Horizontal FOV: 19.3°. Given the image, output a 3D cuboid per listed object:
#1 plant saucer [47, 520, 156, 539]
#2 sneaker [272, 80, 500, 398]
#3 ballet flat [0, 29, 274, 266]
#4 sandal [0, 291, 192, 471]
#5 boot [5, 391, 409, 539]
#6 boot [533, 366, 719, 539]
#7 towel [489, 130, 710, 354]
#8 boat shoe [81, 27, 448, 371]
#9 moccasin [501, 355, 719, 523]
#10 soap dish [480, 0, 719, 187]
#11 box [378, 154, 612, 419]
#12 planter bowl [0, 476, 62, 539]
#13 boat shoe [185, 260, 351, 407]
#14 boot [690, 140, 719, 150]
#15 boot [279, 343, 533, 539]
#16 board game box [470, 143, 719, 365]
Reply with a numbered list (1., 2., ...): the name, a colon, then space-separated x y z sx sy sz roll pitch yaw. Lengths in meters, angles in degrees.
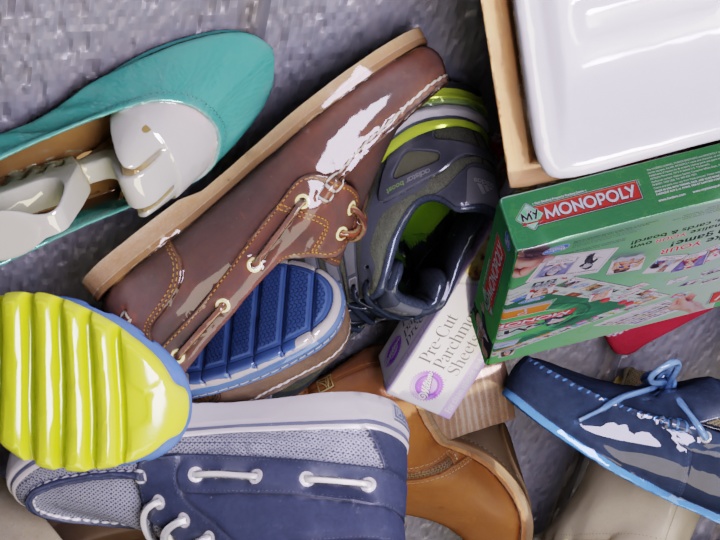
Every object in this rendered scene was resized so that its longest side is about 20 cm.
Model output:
1. plant saucer: -0.079 0.150 1.147 0.199 0.030 0.200 1 156 0
2. sneaker: 0.000 0.000 1.045 0.074 0.081 0.200 15 128 -32
3. ballet flat: -0.124 -0.043 0.961 0.199 0.071 0.067 -23 131 0
4. sandal: -0.165 0.044 0.989 0.087 0.199 0.080 7 95 -69
5. boot: -0.075 0.115 1.001 0.199 0.091 0.073 -9 146 12
6. boot: 0.145 0.134 1.232 0.073 0.200 0.156 21 84 -12
7. towel: 0.164 -0.042 1.112 0.144 0.023 0.200 -29 136 7
8. boat shoe: -0.033 -0.028 0.986 0.200 0.070 0.070 -40 173 5
9. moccasin: 0.171 0.084 1.109 0.199 0.080 0.068 25 97 -10
10. soap dish: 0.120 -0.148 0.909 0.157 0.081 0.201 -15 118 -8
11. box: 0.075 -0.019 1.044 0.041 0.039 0.200 25 112 -19
12. planter bowl: -0.210 0.189 1.092 0.135 0.200 0.201 -36 142 -21
13. boat shoe: -0.080 0.052 1.053 0.199 0.072 0.072 -17 135 30
14. boot: 0.237 -0.112 1.016 0.200 0.075 0.097 -44 139 4
15. boot: 0.013 0.118 1.176 0.155 0.077 0.200 -15 143 -1
16. board game box: 0.155 -0.016 0.987 0.199 0.029 0.135 -14 158 -9
